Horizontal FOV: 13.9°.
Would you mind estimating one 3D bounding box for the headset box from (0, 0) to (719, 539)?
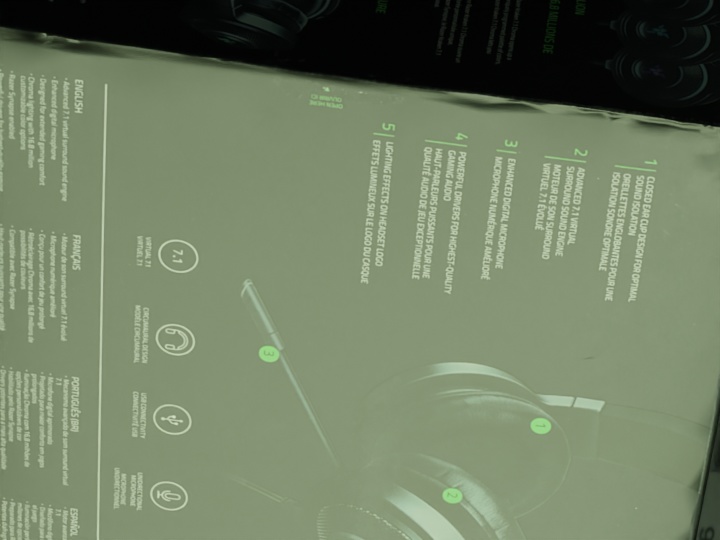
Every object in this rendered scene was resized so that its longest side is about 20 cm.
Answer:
[{"bbox_3d":[0.000,0.000,0.686,0.199,0.093,0.175,7,128,4],"label":"headset box"}]

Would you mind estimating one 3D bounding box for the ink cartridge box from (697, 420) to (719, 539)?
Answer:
[{"bbox_3d":[0.164,0.059,0.853,0.200,0.148,0.144,20,161,-35],"label":"ink cartridge box"}]
